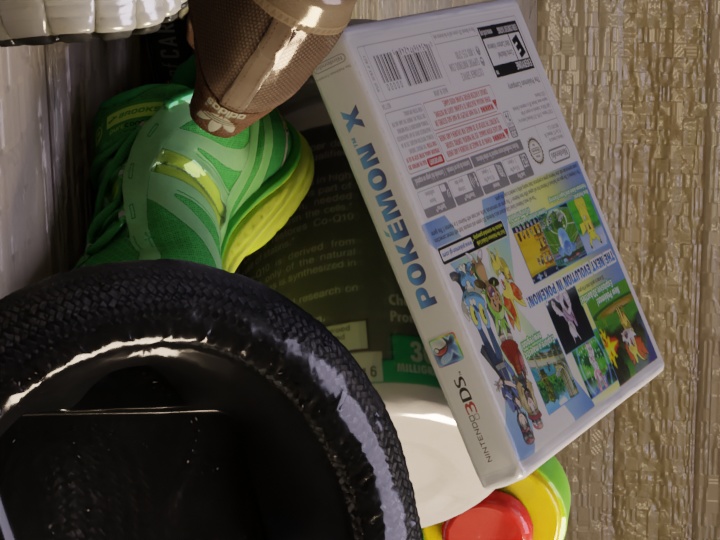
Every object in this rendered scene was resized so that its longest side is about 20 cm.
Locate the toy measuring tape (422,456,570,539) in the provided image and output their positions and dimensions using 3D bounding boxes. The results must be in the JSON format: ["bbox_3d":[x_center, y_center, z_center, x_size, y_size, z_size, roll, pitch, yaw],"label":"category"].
[{"bbox_3d":[0.070,0.075,1.038,0.074,0.073,0.201,-67,169,-66],"label":"toy measuring tape"}]

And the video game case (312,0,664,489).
[{"bbox_3d":[0.057,-0.020,0.936,0.200,0.022,0.183,-23,91,-65],"label":"video game case"}]

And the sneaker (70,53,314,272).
[{"bbox_3d":[-0.080,-0.021,0.850,0.084,0.074,0.200,58,26,-18],"label":"sneaker"}]

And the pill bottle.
[{"bbox_3d":[0.000,0.000,0.965,0.113,0.113,0.201,78,6,-58],"label":"pill bottle"}]

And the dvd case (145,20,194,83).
[{"bbox_3d":[-0.063,-0.147,1.018,0.200,0.025,0.151,-80,167,-45],"label":"dvd case"}]

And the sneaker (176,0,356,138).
[{"bbox_3d":[-0.047,-0.123,0.867,0.076,0.070,0.200,-54,-162,23],"label":"sneaker"}]

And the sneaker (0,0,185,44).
[{"bbox_3d":[-0.074,-0.149,0.736,0.200,0.078,0.090,-75,160,-60],"label":"sneaker"}]

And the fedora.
[{"bbox_3d":[-0.077,0.092,0.688,0.092,0.200,0.201,-163,-108,-64],"label":"fedora"}]
